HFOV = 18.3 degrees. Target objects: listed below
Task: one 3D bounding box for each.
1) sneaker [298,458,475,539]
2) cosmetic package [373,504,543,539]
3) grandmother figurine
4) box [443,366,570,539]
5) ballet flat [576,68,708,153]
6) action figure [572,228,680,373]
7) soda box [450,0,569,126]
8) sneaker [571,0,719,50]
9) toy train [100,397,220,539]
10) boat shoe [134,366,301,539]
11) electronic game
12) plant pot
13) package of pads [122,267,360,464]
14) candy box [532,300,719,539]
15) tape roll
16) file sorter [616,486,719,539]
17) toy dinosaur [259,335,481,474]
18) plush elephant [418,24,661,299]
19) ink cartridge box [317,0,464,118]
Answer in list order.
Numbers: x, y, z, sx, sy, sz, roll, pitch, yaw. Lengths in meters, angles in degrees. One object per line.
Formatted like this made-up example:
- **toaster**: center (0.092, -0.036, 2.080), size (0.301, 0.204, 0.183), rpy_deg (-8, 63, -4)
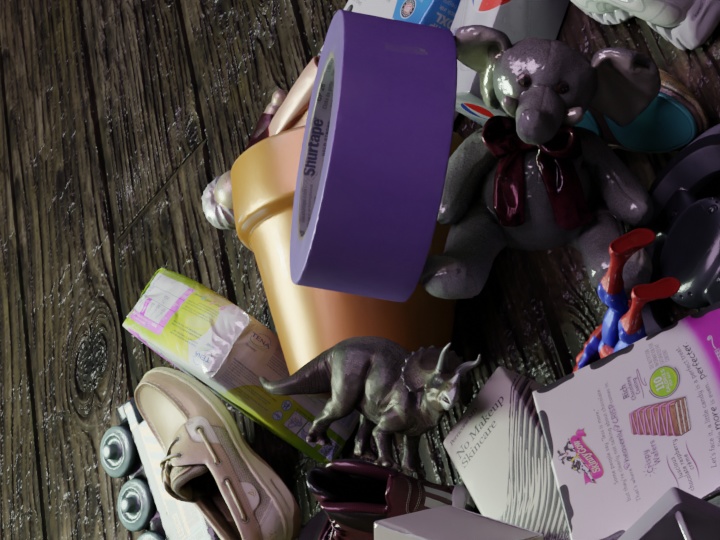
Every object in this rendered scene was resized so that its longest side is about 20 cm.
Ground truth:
- **sneaker**: center (-0.012, 0.182, 1.731), size (0.199, 0.115, 0.076), rpy_deg (-21, 50, 48)
- **cosmetic package**: center (0.066, 0.268, 1.503), size (0.105, 0.071, 0.202), rpy_deg (13, 106, 50)
- **grandmother figurine**: center (-0.068, -0.109, 1.930), size (0.200, 0.060, 0.122), rpy_deg (-46, 28, 29)
- **box**: center (0.133, 0.160, 1.573), size (0.082, 0.068, 0.200), rpy_deg (-55, 32, 16)
- **ballet flat**: center (0.198, -0.125, 1.700), size (0.199, 0.070, 0.071), rpy_deg (-6, 63, 53)
- **action figure**: center (0.180, 0.054, 1.524), size (0.201, 0.051, 0.066), rpy_deg (101, 146, -54)
- **soda box**: center (0.128, -0.224, 1.866), size (0.063, 0.068, 0.201), rpy_deg (4, 70, 57)
- **sneaker**: center (0.205, -0.232, 1.746), size (0.076, 0.081, 0.200), rpy_deg (-64, 29, 2)
- **toy train**: center (-0.155, 0.188, 1.944), size (0.114, 0.085, 0.201), rpy_deg (-40, 58, 34)
- **boat shoe**: center (-0.132, 0.158, 1.847), size (0.200, 0.065, 0.072), rpy_deg (47, 139, 27)
- **electronic game**: center (0.242, -0.012, 1.562), size (0.200, 0.041, 0.201), rpy_deg (-46, 32, 40)
- **plant pot**: center (0.000, 0.000, 1.795), size (0.200, 0.199, 0.185), rpy_deg (-25, 63, 46)
- **package of pads**: center (-0.103, 0.077, 1.903), size (0.068, 0.154, 0.200), rpy_deg (-55, 31, -7)
- **candy box**: center (0.220, 0.101, 1.430), size (0.199, 0.061, 0.137), rpy_deg (-26, 47, 17)
- **tape roll**: center (0.007, -0.082, 1.615), size (0.200, 0.084, 0.202), rpy_deg (-170, 90, -82)
- **file sorter**: center (0.189, 0.258, 1.352), size (0.200, 0.138, 0.125), rpy_deg (-48, 37, 24)
- **toy dinosaur**: center (0.015, 0.092, 1.679), size (0.199, 0.077, 0.103), rpy_deg (15, 89, 43)
- **plush elephant**: center (0.130, -0.093, 1.596), size (0.163, 0.156, 0.201), rpy_deg (2, 39, 10)
- **ink cartridge box**: center (0.024, -0.164, 1.963), size (0.201, 0.084, 0.145), rpy_deg (-60, 30, 9)
